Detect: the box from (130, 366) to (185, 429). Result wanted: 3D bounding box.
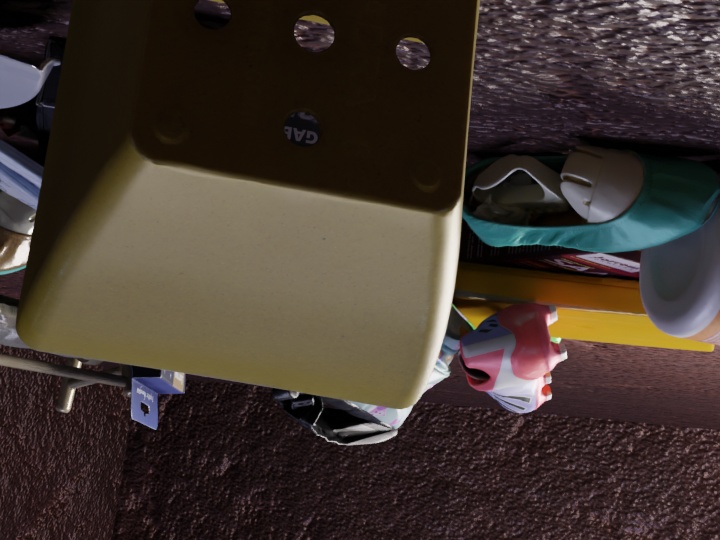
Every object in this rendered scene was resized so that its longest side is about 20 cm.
[{"bbox_3d":[-0.182,0.038,1.508,0.032,0.202,0.121,0,170,4],"label":"box"}]

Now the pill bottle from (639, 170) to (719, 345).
[{"bbox_3d":[0.298,0.004,1.121,0.198,0.113,0.112,11,171,-19],"label":"pill bottle"}]

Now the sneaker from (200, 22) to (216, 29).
[{"bbox_3d":[-0.120,-0.075,0.985,0.090,0.076,0.200,29,129,-15],"label":"sneaker"}]

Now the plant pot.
[{"bbox_3d":[-0.038,-0.069,0.746,0.198,0.202,0.177,10,160,-10],"label":"plant pot"}]

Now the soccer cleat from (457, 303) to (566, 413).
[{"bbox_3d":[0.105,0.068,1.245,0.076,0.067,0.200,-10,167,-3],"label":"soccer cleat"}]

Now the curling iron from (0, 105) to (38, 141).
[{"bbox_3d":[-0.247,-0.109,1.191,0.049,0.026,0.200,12,174,24],"label":"curling iron"}]

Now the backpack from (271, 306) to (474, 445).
[{"bbox_3d":[-0.010,0.040,1.217,0.200,0.126,0.167,34,-163,-50],"label":"backpack"}]

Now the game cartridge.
[{"bbox_3d":[0.174,0.029,1.285,0.198,0.033,0.176,4,171,12],"label":"game cartridge"}]

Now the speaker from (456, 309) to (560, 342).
[{"bbox_3d":[0.091,0.027,1.578,0.198,0.089,0.088,9,172,-7],"label":"speaker"}]

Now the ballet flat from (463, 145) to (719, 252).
[{"bbox_3d":[0.137,-0.049,1.095,0.199,0.068,0.070,-3,152,46],"label":"ballet flat"}]

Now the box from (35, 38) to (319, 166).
[{"bbox_3d":[-0.115,-0.091,1.118,0.198,0.050,0.198,9,173,-9],"label":"box"}]

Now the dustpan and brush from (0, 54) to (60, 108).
[{"bbox_3d":[-0.239,-0.132,0.987,0.138,0.058,0.200,20,164,-4],"label":"dustpan and brush"}]

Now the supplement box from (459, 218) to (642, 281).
[{"bbox_3d":[0.157,-0.024,1.244,0.108,0.062,0.199,13,170,-29],"label":"supplement box"}]

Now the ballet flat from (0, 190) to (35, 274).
[{"bbox_3d":[-0.261,-0.046,1.394,0.068,0.073,0.199,45,-150,23],"label":"ballet flat"}]

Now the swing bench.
[{"bbox_3d":[-0.306,0.008,1.496,0.198,0.202,0.129,14,160,-40],"label":"swing bench"}]

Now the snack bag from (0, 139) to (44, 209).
[{"bbox_3d":[-0.259,-0.078,1.145,0.188,0.022,0.200,34,172,-14],"label":"snack bag"}]
